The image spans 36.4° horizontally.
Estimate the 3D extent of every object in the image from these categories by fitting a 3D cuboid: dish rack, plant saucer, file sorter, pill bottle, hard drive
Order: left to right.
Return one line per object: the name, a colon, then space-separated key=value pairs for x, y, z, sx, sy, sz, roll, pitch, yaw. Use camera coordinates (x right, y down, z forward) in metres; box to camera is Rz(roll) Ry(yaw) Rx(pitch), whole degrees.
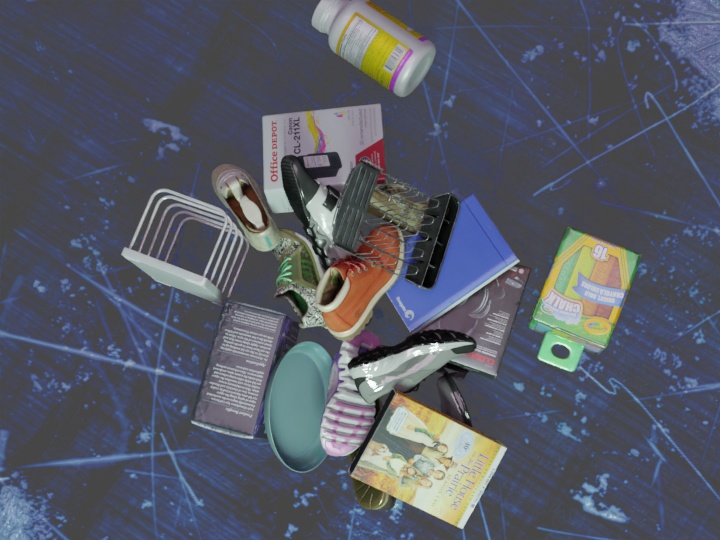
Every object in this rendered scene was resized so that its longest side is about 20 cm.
file sorter: x=-0.268 y=-0.036 z=1.736 sx=0.138 sy=0.200 sz=0.125 roll=20 pitch=81 yaw=8
plant saucer: x=-0.093 y=0.210 z=1.692 sx=0.027 sy=0.200 sz=0.201 roll=0 pitch=80 yaw=31
pill bottle: x=0.019 y=-0.383 z=1.815 sx=0.200 sy=0.104 sz=0.104 roll=36 pitch=85 yaw=10
dish rack: x=0.049 y=-0.071 z=1.637 sx=0.054 sy=0.200 sz=0.154 roll=7 pitch=76 yaw=50
hard drive: x=0.129 y=-0.011 z=1.704 sx=0.200 sy=0.025 sz=0.132 roll=-35 pitch=67 yaw=8

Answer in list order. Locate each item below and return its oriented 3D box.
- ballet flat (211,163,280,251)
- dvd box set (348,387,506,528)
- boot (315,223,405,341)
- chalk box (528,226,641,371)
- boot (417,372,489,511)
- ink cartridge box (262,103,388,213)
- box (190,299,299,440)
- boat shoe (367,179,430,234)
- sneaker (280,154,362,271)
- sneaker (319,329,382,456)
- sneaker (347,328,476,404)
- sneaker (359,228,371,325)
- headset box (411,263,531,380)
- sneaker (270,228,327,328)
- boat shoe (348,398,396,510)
ballet flat: x=-0.188 y=-0.117 z=1.783 sx=0.067 sy=0.062 sz=0.200 roll=-33 pitch=60 yaw=-8
dvd box set: x=0.101 y=0.284 z=1.645 sx=0.199 sy=0.029 sz=0.147 roll=28 pitch=94 yaw=-13
boot: x=0.000 y=0.000 z=1.673 sx=0.075 sy=0.107 sz=0.200 roll=17 pitch=69 yaw=32
chalk box: x=0.338 y=0.054 z=1.703 sx=0.124 sy=0.124 sz=0.201 roll=21 pitch=83 yaw=8
boot: x=0.114 y=0.269 z=1.700 sx=0.131 sy=0.070 sz=0.201 roll=-16 pitch=92 yaw=2
ink cartridge box: x=-0.058 y=-0.182 z=1.785 sx=0.199 sy=0.083 sz=0.146 roll=-6 pitch=67 yaw=4
box: x=-0.178 y=0.160 z=1.721 sx=0.104 sy=0.148 sz=0.201 roll=13 pitch=83 yaw=8
boat shoe: x=0.058 y=-0.106 z=1.729 sx=0.073 sy=0.200 sz=0.063 roll=25 pitch=90 yaw=41
sneaker: x=-0.056 y=-0.103 z=1.709 sx=0.088 sy=0.074 sz=0.201 roll=-32 pitch=113 yaw=-14
sneaker: x=-0.021 y=0.195 z=1.705 sx=0.080 sy=0.088 sz=0.201 roll=21 pitch=67 yaw=-17
sneaker: x=0.082 y=0.143 z=1.665 sx=0.199 sy=0.074 sz=0.080 roll=-18 pitch=103 yaw=-6
sneaker: x=-0.001 y=-0.013 z=1.773 sx=0.090 sy=0.067 sz=0.201 roll=-22 pitch=76 yaw=7
headset box: x=0.170 y=0.073 z=1.740 sx=0.148 sy=0.077 sz=0.201 roll=19 pitch=81 yaw=8
sneaker: x=-0.105 y=0.014 z=1.747 sx=0.088 sy=0.077 sz=0.200 roll=-14 pitch=57 yaw=-40
boat shoe: x=0.019 y=0.282 z=1.726 sx=0.072 sy=0.066 sz=0.202 roll=-20 pitch=59 yaw=21
